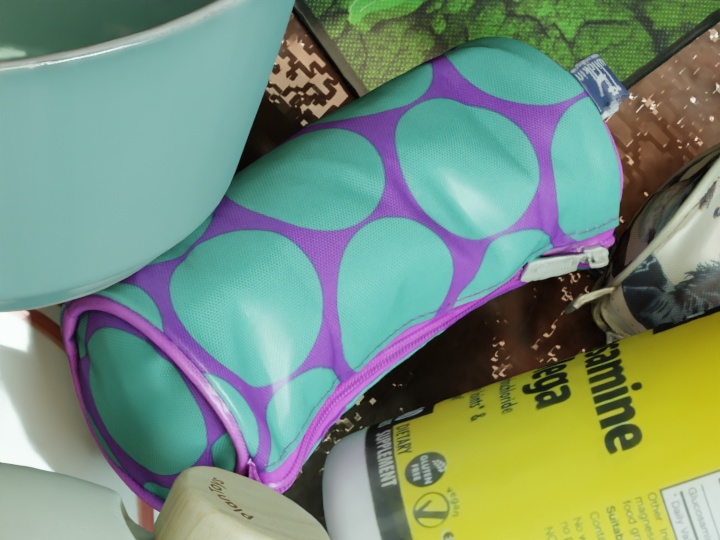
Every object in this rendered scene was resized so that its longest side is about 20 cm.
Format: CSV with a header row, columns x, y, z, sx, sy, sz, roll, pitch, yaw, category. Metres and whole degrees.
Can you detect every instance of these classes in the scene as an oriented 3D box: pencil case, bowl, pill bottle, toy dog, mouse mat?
x,y,z,sx,sy,sz,roll,pitch,yaw,category
0.000,0.000,0.880,0.092,0.085,0.200,44,53,16,pencil case
-0.110,-0.061,0.813,0.200,0.201,0.105,-9,124,-12,bowl
0.097,0.075,0.866,0.199,0.112,0.113,-19,89,7,pill bottle
0.163,0.051,0.953,0.089,0.078,0.200,-42,94,-1,pencil case
-0.110,0.080,0.758,0.199,0.096,0.133,8,97,3,toy dog
0.062,-0.138,0.985,0.200,0.008,0.161,-37,93,-13,mouse mat

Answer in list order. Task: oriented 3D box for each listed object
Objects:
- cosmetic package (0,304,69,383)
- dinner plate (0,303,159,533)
x,y,z,sx,sy,sz,roll,pitch,yaw,category
-0.140,0.003,0.908,0.199,0.051,0.083,-14,90,-13,cosmetic package
-0.136,0.079,0.858,0.199,0.024,0.201,3,83,-23,dinner plate
